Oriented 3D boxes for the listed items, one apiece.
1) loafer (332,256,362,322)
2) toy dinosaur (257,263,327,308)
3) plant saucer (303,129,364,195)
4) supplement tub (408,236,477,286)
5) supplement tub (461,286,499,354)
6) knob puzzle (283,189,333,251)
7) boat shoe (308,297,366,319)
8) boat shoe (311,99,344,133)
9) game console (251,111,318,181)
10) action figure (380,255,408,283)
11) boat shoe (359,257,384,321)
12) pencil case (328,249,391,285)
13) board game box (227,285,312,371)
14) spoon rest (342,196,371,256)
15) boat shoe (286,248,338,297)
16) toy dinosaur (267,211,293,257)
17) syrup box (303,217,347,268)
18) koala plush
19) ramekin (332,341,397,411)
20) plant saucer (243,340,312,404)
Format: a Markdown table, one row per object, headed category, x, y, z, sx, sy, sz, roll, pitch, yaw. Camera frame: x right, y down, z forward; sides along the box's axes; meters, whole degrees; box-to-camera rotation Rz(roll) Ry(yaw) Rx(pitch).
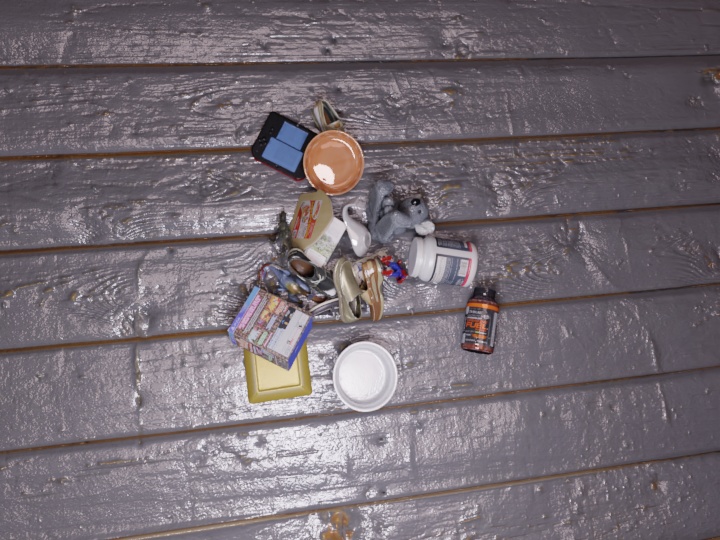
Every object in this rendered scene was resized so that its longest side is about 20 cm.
| category | x | y | z | sx | sy | sz | roll | pitch | yaw |
| --- | --- | --- | --- | --- | --- | --- | --- | --- | --- |
| loafer | -0.030 | 0.059 | 1.645 | 0.075 | 0.067 | 0.205 | -26 | 113 | -47 |
| toy dinosaur | -0.230 | 0.048 | 1.710 | 0.181 | 0.199 | 0.106 | 43 | 101 | 30 |
| plant saucer | -0.086 | -0.345 | 1.766 | 0.195 | 0.037 | 0.205 | -2 | 105 | -9 |
| supplement tub | 0.259 | -0.030 | 1.747 | 0.195 | 0.140 | 0.144 | 8 | 80 | -7 |
| supplement tub | 0.383 | 0.159 | 1.755 | 0.104 | 0.107 | 0.205 | 11 | 79 | -7 |
| knob puzzle | -0.144 | -0.152 | 1.697 | 0.030 | 0.217 | 0.224 | 27 | 76 | -40 |
| boat shoe | -0.070 | 0.118 | 1.710 | 0.196 | 0.073 | 0.064 | -18 | 84 | -17 |
| boat shoe | -0.090 | -0.459 | 1.790 | 0.074 | 0.068 | 0.202 | -33 | 89 | -30 |
| game console | -0.237 | -0.401 | 1.786 | 0.197 | 0.031 | 0.180 | 26 | 79 | -4 |
| action figure | 0.113 | 0.003 | 1.699 | 0.051 | 0.200 | 0.067 | -13 | 77 | 15 |
| boat shoe | 0.031 | 0.059 | 1.690 | 0.072 | 0.076 | 0.204 | -7 | 113 | -13 |
| pencil case | 0.000 | 0.000 | 1.731 | 0.196 | 0.078 | 0.091 | -20 | 125 | -10 |
| board game box | -0.261 | 0.171 | 1.622 | 0.197 | 0.097 | 0.161 | 25 | 62 | 7 |
| spoon rest | -0.012 | -0.135 | 1.716 | 0.059 | 0.203 | 0.100 | 4 | 41 | 24 |
| boat shoe | -0.139 | 0.019 | 1.635 | 0.199 | 0.068 | 0.072 | 41 | 98 | -19 |
| toy dinosaur | -0.238 | -0.094 | 1.709 | 0.088 | 0.047 | 0.203 | -41 | 57 | 27 |
| syrup box | -0.124 | -0.073 | 1.725 | 0.078 | 0.081 | 0.203 | 30 | 78 | -6 |
| koala plush | 0.133 | -0.180 | 1.756 | 0.196 | 0.185 | 0.180 | -12 | 62 | -27 |
| ramekin | 0.009 | 0.320 | 1.677 | 0.196 | 0.098 | 0.206 | 1 | 82 | -8 |
| plant saucer | -0.251 | 0.289 | 1.668 | 0.195 | 0.048 | 0.205 | -7 | 82 | -10 |
